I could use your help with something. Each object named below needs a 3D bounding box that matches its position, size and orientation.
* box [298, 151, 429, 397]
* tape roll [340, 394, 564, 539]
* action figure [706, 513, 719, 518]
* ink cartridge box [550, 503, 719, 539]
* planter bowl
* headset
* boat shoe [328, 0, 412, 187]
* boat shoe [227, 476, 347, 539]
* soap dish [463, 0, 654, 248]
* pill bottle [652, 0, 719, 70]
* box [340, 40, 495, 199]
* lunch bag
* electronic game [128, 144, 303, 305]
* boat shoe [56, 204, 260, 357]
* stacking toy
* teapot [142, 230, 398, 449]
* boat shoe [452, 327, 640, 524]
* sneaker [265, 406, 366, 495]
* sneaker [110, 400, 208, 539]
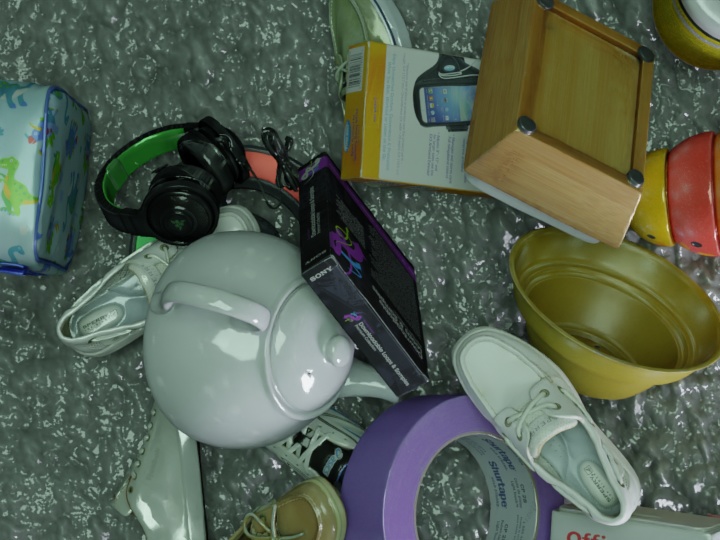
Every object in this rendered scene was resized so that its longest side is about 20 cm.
[{"bbox_3d":[0.000,0.000,1.491,0.036,0.200,0.143,-32,114,12],"label":"box"},{"bbox_3d":[0.080,0.206,1.514,0.200,0.066,0.200,4,84,-35],"label":"tape roll"},{"bbox_3d":[0.374,0.291,1.561,0.200,0.134,0.149,45,131,15],"label":"action figure"},{"bbox_3d":[0.239,0.305,1.515,0.145,0.083,0.200,5,93,28],"label":"ink cartridge box"},{"bbox_3d":[0.209,0.053,1.542,0.200,0.200,0.084,23,122,2],"label":"planter bowl"},{"bbox_3d":[-0.141,-0.088,1.515,0.200,0.094,0.124,5,47,29],"label":"headset"},{"bbox_3d":[0.010,-0.170,1.576,0.062,0.072,0.200,-18,88,-43],"label":"boat shoe"},{"bbox_3d":[-0.080,0.245,1.508,0.073,0.063,0.200,57,133,21],"label":"boat shoe"},{"bbox_3d":[0.175,-0.136,1.520,0.157,0.081,0.200,25,52,-18],"label":"soap dish"},{"bbox_3d":[0.312,-0.234,1.522,0.112,0.200,0.113,0,87,0],"label":"pill bottle"},{"bbox_3d":[0.079,-0.128,1.563,0.200,0.041,0.119,6,86,-33],"label":"box"},{"bbox_3d":[-0.286,-0.074,1.516,0.082,0.200,0.161,5,87,1],"label":"lunch bag"},{"bbox_3d":[-0.108,-0.013,1.591,0.200,0.042,0.200,0,87,1],"label":"electronic game"},{"bbox_3d":[-0.176,0.012,1.542,0.200,0.069,0.071,-35,82,5],"label":"boat shoe"},{"bbox_3d":[0.283,-0.064,1.569,0.200,0.146,0.146,-4,86,19],"label":"stacking toy"},{"bbox_3d":[-0.075,0.059,1.464,0.146,0.200,0.198,5,118,37],"label":"teapot"},{"bbox_3d":[0.153,0.126,1.446,0.200,0.069,0.071,45,98,5],"label":"boat shoe"},{"bbox_3d":[-0.040,0.151,1.567,0.200,0.072,0.072,32,89,3],"label":"sneaker"},{"bbox_3d":[-0.182,0.172,1.564,0.085,0.073,0.200,-4,88,-2],"label":"sneaker"}]
